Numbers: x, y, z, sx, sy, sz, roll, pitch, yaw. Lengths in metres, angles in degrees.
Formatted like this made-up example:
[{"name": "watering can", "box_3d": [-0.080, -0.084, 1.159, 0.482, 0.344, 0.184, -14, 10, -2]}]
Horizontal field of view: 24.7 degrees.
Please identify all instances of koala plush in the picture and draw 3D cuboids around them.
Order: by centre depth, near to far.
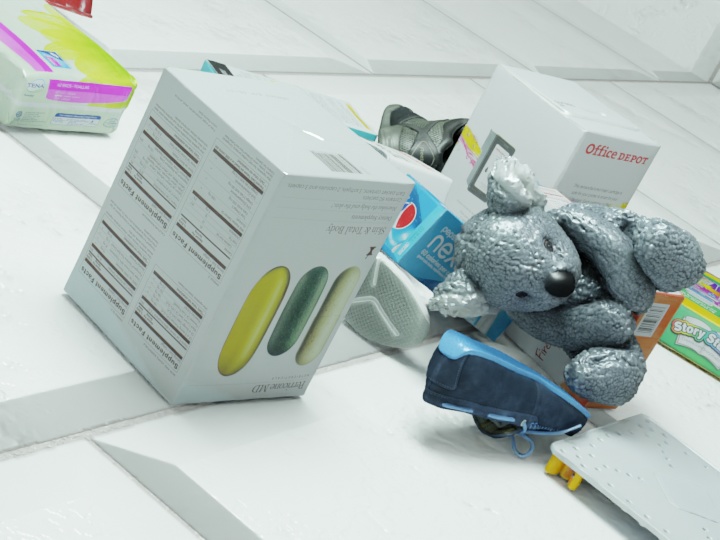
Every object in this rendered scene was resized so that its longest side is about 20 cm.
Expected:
[{"name": "koala plush", "box_3d": [0.160, -0.002, 1.460, 0.200, 0.178, 0.184, 16, 16, -35]}]

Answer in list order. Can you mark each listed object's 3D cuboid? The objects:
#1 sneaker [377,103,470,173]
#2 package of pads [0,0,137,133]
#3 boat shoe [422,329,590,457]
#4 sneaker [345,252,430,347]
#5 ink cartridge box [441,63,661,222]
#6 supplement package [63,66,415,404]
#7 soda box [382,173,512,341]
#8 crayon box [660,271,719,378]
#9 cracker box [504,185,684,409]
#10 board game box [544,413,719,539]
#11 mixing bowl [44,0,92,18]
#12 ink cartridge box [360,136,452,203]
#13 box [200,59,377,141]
[{"name": "sneaker", "box_3d": [0.075, -0.143, 1.871, 0.114, 0.077, 0.199, 3, 12, 0]}, {"name": "package of pads", "box_3d": [-0.328, -0.208, 1.582, 0.200, 0.068, 0.154, 40, 24, 29]}, {"name": "boat shoe", "box_3d": [0.115, 0.107, 1.389, 0.200, 0.069, 0.084, 28, 4, -40]}, {"name": "sneaker", "box_3d": [0.000, 0.000, 1.501, 0.200, 0.071, 0.080, 40, 21, 31]}, {"name": "ink cartridge box", "box_3d": [0.192, -0.095, 1.780, 0.146, 0.200, 0.146, 5, 30, -47]}, {"name": "supplement package", "box_3d": [-0.093, -0.025, 1.249, 0.152, 0.200, 0.151, 1, 34, -51]}, {"name": "soda box", "box_3d": [0.086, -0.009, 1.538, 0.064, 0.068, 0.200, 46, 5, 39]}, {"name": "crayon box", "box_3d": [0.409, 0.064, 1.883, 0.200, 0.058, 0.173, 32, 22, 12]}, {"name": "cracker box", "box_3d": [0.203, 0.023, 1.610, 0.058, 0.134, 0.200, 8, 28, -44]}, {"name": "board game box", "box_3d": [0.278, 0.205, 1.425, 0.200, 0.026, 0.200, 38, 22, 25]}, {"name": "mixing bowl", "box_3d": [-0.365, -0.354, 1.759, 0.200, 0.109, 0.200, 19, 7, -2]}, {"name": "ink cartridge box", "box_3d": [-0.030, -0.097, 1.633, 0.199, 0.085, 0.145, 18, 9, -24]}, {"name": "box", "box_3d": [-0.084, -0.172, 1.831, 0.200, 0.049, 0.082, 13, 25, -35]}]
